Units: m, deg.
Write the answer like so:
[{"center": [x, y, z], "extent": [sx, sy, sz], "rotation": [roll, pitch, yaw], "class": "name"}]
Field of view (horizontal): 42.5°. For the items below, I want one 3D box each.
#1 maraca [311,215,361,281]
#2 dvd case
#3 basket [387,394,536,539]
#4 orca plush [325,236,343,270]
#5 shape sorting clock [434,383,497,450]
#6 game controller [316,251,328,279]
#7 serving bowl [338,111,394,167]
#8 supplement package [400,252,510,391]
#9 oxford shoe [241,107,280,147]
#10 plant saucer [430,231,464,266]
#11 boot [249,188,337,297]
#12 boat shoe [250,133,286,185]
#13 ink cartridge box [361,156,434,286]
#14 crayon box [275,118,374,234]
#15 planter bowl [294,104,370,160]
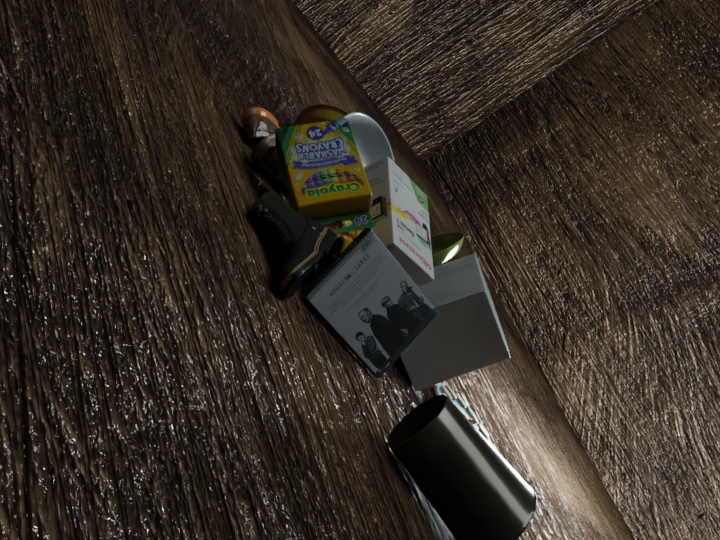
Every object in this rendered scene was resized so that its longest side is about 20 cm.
[{"center": [-0.060, -0.062, 1.565], "extent": [0.137, 0.107, 0.200], "rotation": [47, 41, -28], "class": "maraca"}, {"center": [0.019, 0.053, 1.464], "extent": [0.200, 0.150, 0.025], "rotation": [50, -13, -28], "class": "dvd case"}, {"center": [0.144, 0.295, 1.365], "extent": [0.200, 0.136, 0.180], "rotation": [51, 9, -8], "class": "basket"}, {"center": [0.020, 0.004, 1.506], "extent": [0.200, 0.071, 0.105], "rotation": [50, 31, -43], "class": "orca plush"}, {"center": [0.211, 0.303, 1.820], "extent": [0.200, 0.039, 0.200], "rotation": [53, 12, -16], "class": "shape sorting clock"}, {"center": [-0.018, 0.047, 1.535], "extent": [0.200, 0.042, 0.104], "rotation": [41, 37, -53], "class": "game controller"}, {"center": [-0.015, -0.199, 1.774], "extent": [0.200, 0.066, 0.200], "rotation": [11, 77, -52], "class": "serving bowl"}, {"center": [0.159, 0.093, 1.745], "extent": [0.200, 0.191, 0.147], "rotation": [-88, 156, -69], "class": "supplement package"}, {"center": [-0.151, -0.221, 1.729], "extent": [0.200, 0.071, 0.073], "rotation": [34, 41, -46], "class": "oxford shoe"}, {"center": [0.119, -0.027, 1.872], "extent": [0.200, 0.200, 0.031], "rotation": [-71, 142, -75], "class": "plant saucer"}, {"center": [-0.124, -0.045, 1.383], "extent": [0.138, 0.077, 0.200], "rotation": [38, 20, -4], "class": "boot"}, {"center": [-0.123, -0.186, 1.659], "extent": [0.072, 0.076, 0.200], "rotation": [48, 13, 24], "class": "boat shoe"}, {"center": [0.060, -0.080, 1.689], "extent": [0.145, 0.084, 0.200], "rotation": [39, 38, -45], "class": "ink cartridge box"}, {"center": [-0.058, -0.154, 1.527], "extent": [0.052, 0.126, 0.200], "rotation": [99, -22, -58], "class": "crayon box"}, {"center": [-0.072, -0.228, 1.882], "extent": [0.200, 0.200, 0.083], "rotation": [53, 48, -16], "class": "planter bowl"}]
